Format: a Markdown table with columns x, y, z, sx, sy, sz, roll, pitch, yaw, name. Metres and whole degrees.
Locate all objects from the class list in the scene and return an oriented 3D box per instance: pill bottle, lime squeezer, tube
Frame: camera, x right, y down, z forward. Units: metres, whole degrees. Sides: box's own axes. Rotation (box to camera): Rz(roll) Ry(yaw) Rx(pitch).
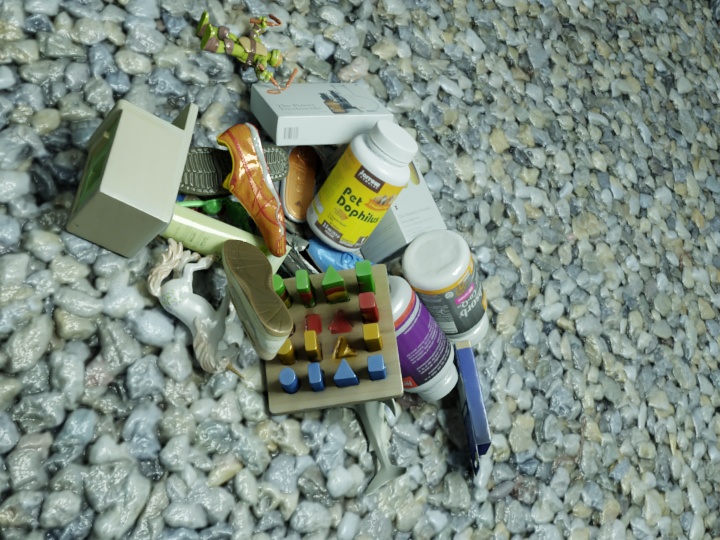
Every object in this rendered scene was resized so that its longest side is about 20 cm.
| x | y | z | sx | sy | sz | roll | pitch | yaw | name |
| --- | --- | --- | --- | --- | --- | --- | --- | --- | --- |
| 0.005 | -0.135 | 1.517 | 0.108 | 0.201 | 0.110 | 27 | 28 | -16 | pill bottle |
| -0.214 | -0.079 | 1.448 | 0.198 | 0.038 | 0.072 | 27 | 85 | -29 | lime squeezer |
| -0.200 | -0.040 | 1.414 | 0.198 | 0.058 | 0.053 | 25 | 61 | -32 | tube |
| 0.146 | 0.037 | 1.592 | 0.201 | 0.114 | 0.118 | 62 | 32 | -47 | pill bottle |
| 0.074 | 0.113 | 1.527 | 0.201 | 0.111 | 0.113 | 52 | 43 | -27 | pill bottle |

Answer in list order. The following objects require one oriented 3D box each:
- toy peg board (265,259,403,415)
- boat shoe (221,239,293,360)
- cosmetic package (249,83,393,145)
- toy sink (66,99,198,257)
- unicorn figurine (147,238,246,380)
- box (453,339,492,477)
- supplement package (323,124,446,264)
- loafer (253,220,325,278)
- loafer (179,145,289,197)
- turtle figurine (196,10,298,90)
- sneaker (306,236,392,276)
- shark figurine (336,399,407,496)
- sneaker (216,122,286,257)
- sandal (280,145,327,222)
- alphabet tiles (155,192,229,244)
| x | y | z | sx | sy | sz | roll | pitch | yaw | name |
| --- | --- | --- | --- | --- | --- | --- | --- | --- | --- |
| -0.050 | 0.086 | 1.386 | 0.195 | 0.098 | 0.203 | -9 | 68 | 3 | toy peg board |
| -0.152 | 0.036 | 1.335 | 0.071 | 0.066 | 0.201 | 2 | 41 | -34 | boat shoe |
| -0.065 | -0.256 | 1.565 | 0.196 | 0.053 | 0.151 | -5 | 29 | -23 | cosmetic package |
| -0.314 | -0.146 | 1.320 | 0.111 | 0.130 | 0.204 | 25 | 57 | -27 | toy sink |
| -0.219 | 0.059 | 1.358 | 0.198 | 0.074 | 0.138 | 34 | 55 | -3 | unicorn figurine |
| 0.185 | 0.229 | 1.582 | 0.032 | 0.121 | 0.204 | -9 | 71 | 0 | box |
| 0.039 | -0.128 | 1.639 | 0.113 | 0.109 | 0.203 | -19 | 82 | -44 | supplement package |
| -0.089 | -0.018 | 1.496 | 0.202 | 0.062 | 0.072 | 57 | 21 | -5 | loafer |
| -0.205 | -0.145 | 1.462 | 0.196 | 0.067 | 0.078 | -5 | 80 | -26 | loafer |
| -0.192 | -0.374 | 1.600 | 0.159 | 0.065 | 0.203 | 16 | 46 | -29 | turtle figurine |
| 0.000 | 0.000 | 1.564 | 0.199 | 0.078 | 0.067 | 37 | 51 | -18 | sneaker |
| 0.006 | 0.223 | 1.473 | 0.088 | 0.128 | 0.220 | -5 | 88 | -15 | shark figurine |
| -0.158 | -0.112 | 1.415 | 0.076 | 0.073 | 0.204 | -20 | 88 | -6 | sneaker |
| -0.088 | -0.179 | 1.590 | 0.078 | 0.059 | 0.211 | 18 | 58 | -34 | sandal |
| -0.286 | -0.120 | 1.427 | 0.199 | 0.008 | 0.169 | 36 | 49 | -21 | alphabet tiles |
